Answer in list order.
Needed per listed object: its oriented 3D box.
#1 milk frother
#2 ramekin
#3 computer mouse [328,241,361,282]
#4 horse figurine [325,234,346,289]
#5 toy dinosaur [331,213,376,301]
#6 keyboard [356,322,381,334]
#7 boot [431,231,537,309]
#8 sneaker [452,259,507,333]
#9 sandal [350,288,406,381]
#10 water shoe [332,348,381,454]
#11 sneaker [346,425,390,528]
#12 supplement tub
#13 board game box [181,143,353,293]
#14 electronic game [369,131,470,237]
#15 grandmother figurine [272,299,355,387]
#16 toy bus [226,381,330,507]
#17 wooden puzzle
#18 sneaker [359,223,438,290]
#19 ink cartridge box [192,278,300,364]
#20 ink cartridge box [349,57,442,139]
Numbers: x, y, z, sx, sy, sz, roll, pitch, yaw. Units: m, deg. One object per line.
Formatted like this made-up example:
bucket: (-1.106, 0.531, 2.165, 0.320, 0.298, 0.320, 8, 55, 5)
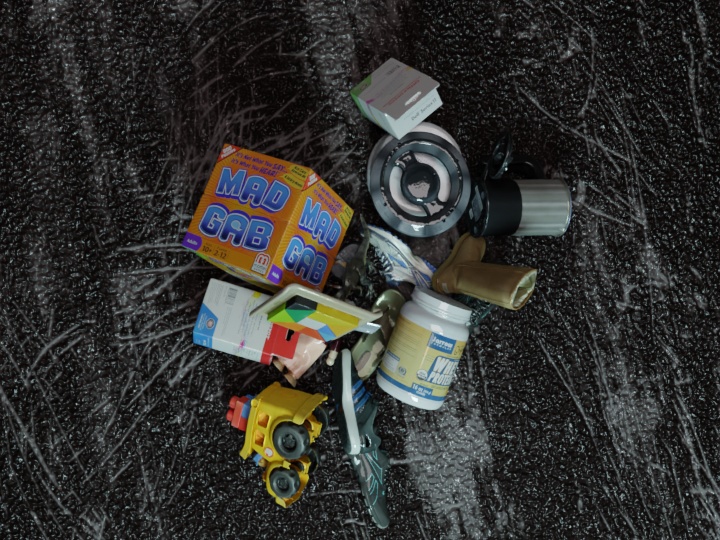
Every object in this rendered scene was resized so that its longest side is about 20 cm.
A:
milk frother: (0.319, -0.164, 1.502, 0.183, 0.200, 0.186, -2, 80, -15)
ramekin: (0.113, -0.197, 1.541, 0.195, 0.098, 0.207, 0, 89, -5)
computer mouse: (-0.066, 0.017, 1.554, 0.199, 0.034, 0.059, -41, 96, 1)
horse figurine: (-0.089, -0.039, 1.523, 0.129, 0.050, 0.206, -2, 73, 10)
toy dinosaur: (0.000, 0.000, 1.493, 0.088, 0.047, 0.204, 42, 58, -44)
keyboard: (-0.059, 0.090, 1.474, 0.195, 0.056, 0.011, 14, 66, -10)
boot: (0.256, -0.001, 1.487, 0.176, 0.197, 0.067, -51, 126, -26)
sneaker: (0.232, 0.061, 1.556, 0.075, 0.079, 0.202, 35, 87, -5)
sandal: (0.035, 0.134, 1.542, 0.079, 0.057, 0.204, 28, 88, 0)
water shoe: (-0.007, 0.255, 1.503, 0.077, 0.072, 0.205, 2, 68, -22)
sneaker: (0.028, 0.404, 1.519, 0.077, 0.075, 0.205, -19, 91, -8)
supplement tub: (0.125, 0.148, 1.495, 0.141, 0.145, 0.205, 20, 97, -5)
board game box: (-0.164, -0.079, 1.416, 0.196, 0.200, 0.204, 19, 81, 27)
electronic game: (0.114, -0.164, 1.470, 0.194, 0.042, 0.206, 1, 82, -5)
grandmother figurine: (-0.087, 0.130, 1.534, 0.199, 0.060, 0.122, -42, 101, -8)
toy bus: (-0.171, 0.320, 1.483, 0.188, 0.136, 0.205, 17, 107, 15)
wooden puzzle: (-0.084, 0.085, 1.397, 0.196, 0.184, 0.038, 17, 65, -25)
sneaker: (0.070, -0.015, 1.544, 0.198, 0.077, 0.086, 38, 89, -3)
ink cartridge box: (-0.214, 0.105, 1.496, 0.195, 0.067, 0.119, 17, 64, -5)
ink cartridge box: (0.076, -0.329, 1.491, 0.116, 0.200, 0.068, -38, 128, -4)
